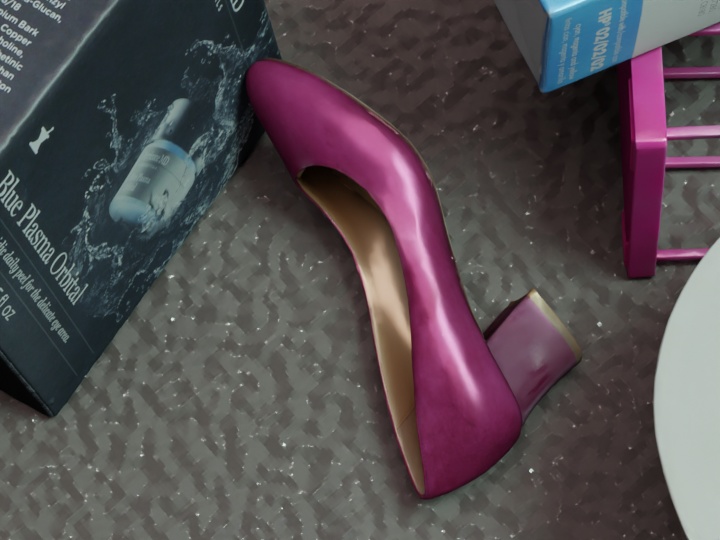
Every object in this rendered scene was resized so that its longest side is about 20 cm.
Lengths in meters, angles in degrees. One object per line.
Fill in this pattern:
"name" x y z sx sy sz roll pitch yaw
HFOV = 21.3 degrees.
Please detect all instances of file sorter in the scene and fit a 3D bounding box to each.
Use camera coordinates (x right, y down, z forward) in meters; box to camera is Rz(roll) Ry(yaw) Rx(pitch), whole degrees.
"file sorter" 0.174 -0.117 0.831 0.125 0.139 0.201 -2 68 5

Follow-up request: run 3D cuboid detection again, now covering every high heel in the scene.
"high heel" 0.000 0.000 0.829 0.200 0.067 0.096 45 70 8

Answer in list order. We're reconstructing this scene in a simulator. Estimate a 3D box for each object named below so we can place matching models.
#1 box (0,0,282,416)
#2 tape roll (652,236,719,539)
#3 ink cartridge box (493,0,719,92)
"box" -0.141 -0.072 0.823 0.117 0.197 0.200 30 75 17
"tape roll" 0.221 0.071 0.731 0.202 0.139 0.204 -8 62 15
"ink cartridge box" 0.138 -0.164 0.743 0.199 0.068 0.116 -22 69 -6
